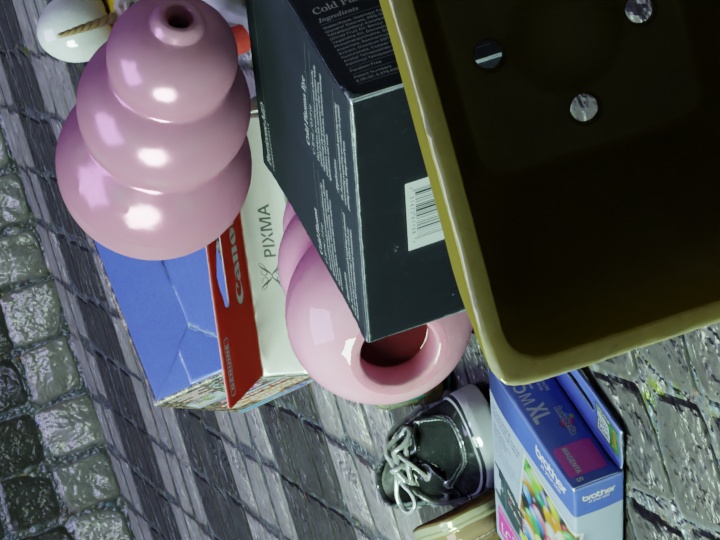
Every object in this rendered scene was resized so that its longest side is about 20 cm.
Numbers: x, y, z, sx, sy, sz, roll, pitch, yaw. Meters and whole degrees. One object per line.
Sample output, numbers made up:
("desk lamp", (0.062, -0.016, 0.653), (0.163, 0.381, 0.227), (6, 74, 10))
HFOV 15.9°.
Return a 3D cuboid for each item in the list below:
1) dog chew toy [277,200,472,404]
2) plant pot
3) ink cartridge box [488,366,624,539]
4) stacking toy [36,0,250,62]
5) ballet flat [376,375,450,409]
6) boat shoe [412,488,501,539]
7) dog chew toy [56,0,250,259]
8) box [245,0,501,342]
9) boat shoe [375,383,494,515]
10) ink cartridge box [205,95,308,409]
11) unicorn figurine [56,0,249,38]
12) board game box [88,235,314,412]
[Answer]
("dog chew toy", (0.000, 0.000, 1.706), (0.200, 0.124, 0.125), (-116, 14, -55))
("plant pot", (0.103, -0.092, 1.057), (0.200, 0.194, 0.196), (-128, 22, -76))
("ink cartridge box", (0.120, 0.132, 1.577), (0.200, 0.042, 0.119), (87, 158, -44))
("stacking toy", (-0.127, -0.193, 1.753), (0.146, 0.200, 0.146), (162, 90, -76))
("ballet flat", (-0.001, 0.038, 1.857), (0.200, 0.071, 0.071), (-127, 23, -53))
("boat shoe", (0.079, 0.197, 1.766), (0.200, 0.074, 0.066), (87, 158, -77))
("dog chew toy", (-0.123, -0.096, 1.601), (0.200, 0.124, 0.125), (107, 143, -55))
("box", (0.011, -0.097, 1.550), (0.200, 0.104, 0.182), (86, 160, -46))
("boat shoe", (0.049, 0.129, 1.777), (0.199, 0.068, 0.074), (142, 109, -75))
("ink cartridge box", (-0.067, -0.018, 1.864), (0.174, 0.043, 0.200), (-48, -48, -71))
("unicorn figurine", (-0.078, -0.190, 1.661), (0.137, 0.200, 0.074), (39, -168, 18))
("board game box", (-0.113, 0.020, 2.027), (0.160, 0.097, 0.200), (68, -166, 11))
